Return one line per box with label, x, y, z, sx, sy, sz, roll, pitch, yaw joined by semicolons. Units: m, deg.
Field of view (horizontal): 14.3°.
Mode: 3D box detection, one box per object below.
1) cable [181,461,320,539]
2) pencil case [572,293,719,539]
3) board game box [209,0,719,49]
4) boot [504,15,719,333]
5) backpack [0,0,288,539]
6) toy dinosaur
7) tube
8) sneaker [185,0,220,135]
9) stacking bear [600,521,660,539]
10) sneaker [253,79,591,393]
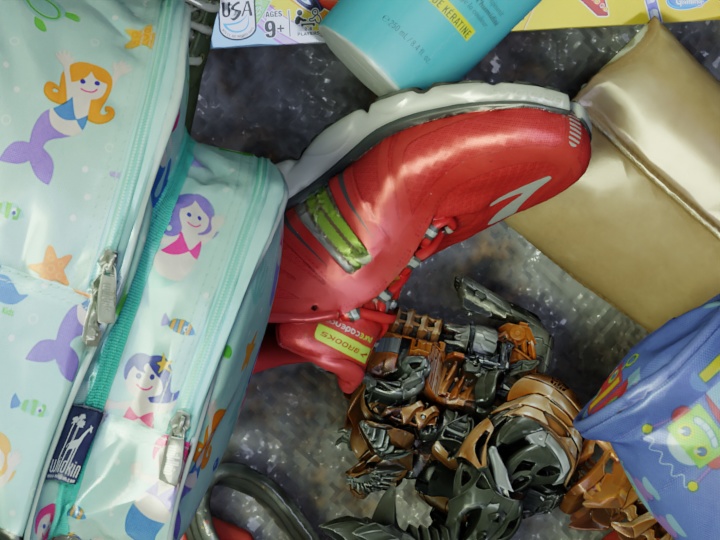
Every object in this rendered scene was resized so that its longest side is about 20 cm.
cable;-0.015;0.136;1.130;0.200;0.050;0.097;18;78;-26
pencil case;0.163;0.101;1.045;0.078;0.087;0.200;-38;97;9
board game box;0.035;-0.156;1.083;0.199;0.034;0.135;-5;100;-10
boot;0.174;-0.021;1.072;0.200;0.066;0.175;43;105;6
backpack;-0.103;-0.002;0.946;0.150;0.178;0.201;10;92;-4
toy dinosaur;0.045;0.074;1.070;0.136;0.200;0.102;-53;150;-25
tube;0.069;-0.143;1.054;0.077;0.050;0.200;44;84;-13
sneaker;-0.077;-0.122;1.022;0.067;0.090;0.201;-7;94;-39
stacking bear;0.148;0.186;1.128;0.121;0.114;0.200;-28;99;-6
sneaker;0.000;0.000;1.037;0.200;0.085;0.077;-25;146;20
